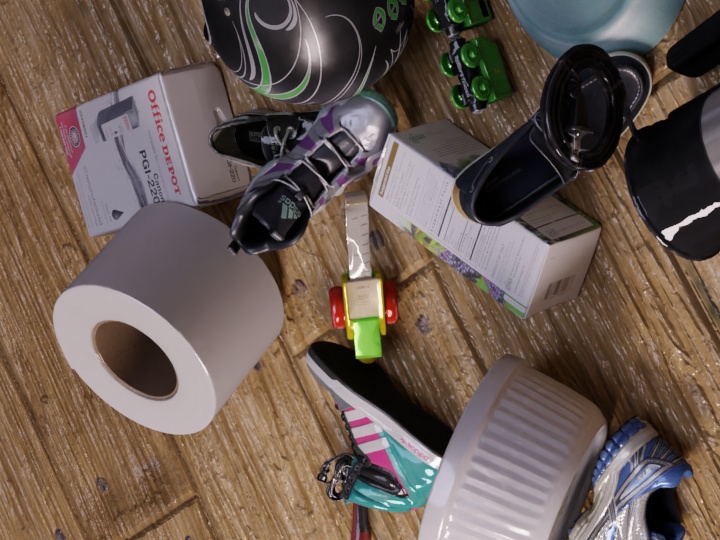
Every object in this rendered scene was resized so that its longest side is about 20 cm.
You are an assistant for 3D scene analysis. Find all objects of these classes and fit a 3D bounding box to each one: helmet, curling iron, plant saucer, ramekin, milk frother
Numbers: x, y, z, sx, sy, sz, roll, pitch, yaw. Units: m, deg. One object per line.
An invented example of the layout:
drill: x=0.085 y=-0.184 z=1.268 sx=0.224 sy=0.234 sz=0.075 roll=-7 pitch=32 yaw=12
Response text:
helmet: x=-0.049 y=-0.244 z=1.546 sx=0.200 sy=0.200 sz=0.191 roll=40 pitch=155 yaw=29
curling iron: x=-0.010 y=0.282 z=1.782 sx=0.049 sy=0.026 sz=0.201 roll=-6 pitch=105 yaw=8
plant saucer: x=0.182 y=-0.265 z=1.420 sx=0.199 sy=0.036 sz=0.201 roll=16 pitch=113 yaw=41
ramekin: x=0.138 y=0.185 z=1.493 sx=0.105 sy=0.200 sz=0.201 roll=23 pitch=120 yaw=17
milk frother: x=0.264 y=-0.117 z=1.270 sx=0.188 sy=0.199 sz=0.181 roll=-32 pitch=76 yaw=44

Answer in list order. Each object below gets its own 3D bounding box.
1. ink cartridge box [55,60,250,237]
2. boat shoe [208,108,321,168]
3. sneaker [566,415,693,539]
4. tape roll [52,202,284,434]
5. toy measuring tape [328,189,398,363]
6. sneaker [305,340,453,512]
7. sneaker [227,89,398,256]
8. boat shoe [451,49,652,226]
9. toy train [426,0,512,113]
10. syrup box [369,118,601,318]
ink cartridge box: x=-0.223 y=-0.127 z=1.828 sx=0.199 sy=0.085 sz=0.147 roll=-14 pitch=94 yaw=44
boat shoe: x=-0.068 y=-0.123 z=1.688 sx=0.199 sy=0.063 sz=0.071 roll=5 pitch=106 yaw=43
sneaker: x=0.234 y=0.232 z=1.498 sx=0.085 sy=0.077 sz=0.201 roll=31 pitch=123 yaw=29
tape roll: x=-0.197 y=0.050 z=1.767 sx=0.202 sy=0.139 sz=0.203 roll=22 pitch=140 yaw=20
toy measuring tape: x=0.000 y=0.000 z=1.645 sx=0.073 sy=0.073 sz=0.201 roll=23 pitch=132 yaw=38
sneaker: x=0.005 y=0.169 z=1.701 sx=0.200 sy=0.083 sz=0.121 roll=40 pitch=118 yaw=27
sneaker: x=-0.050 y=-0.075 z=1.582 sx=0.078 sy=0.140 sz=0.200 roll=42 pitch=125 yaw=-9
boat shoe: x=0.162 y=-0.104 z=1.417 sx=0.200 sy=0.062 sz=0.075 roll=-38 pitch=107 yaw=9
toy train: x=0.084 y=-0.237 z=1.510 sx=0.042 sy=0.056 sz=0.201 roll=-16 pitch=91 yaw=50
syrup box: x=0.108 y=-0.050 z=1.528 sx=0.200 sy=0.079 sz=0.082 roll=37 pitch=126 yaw=31
